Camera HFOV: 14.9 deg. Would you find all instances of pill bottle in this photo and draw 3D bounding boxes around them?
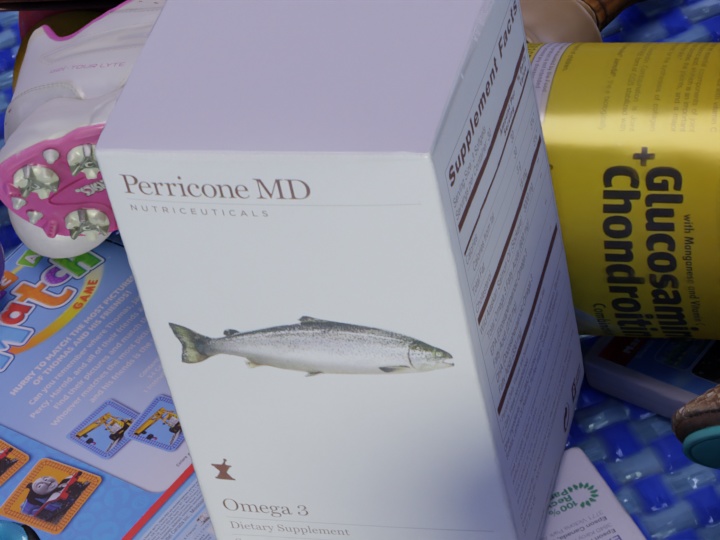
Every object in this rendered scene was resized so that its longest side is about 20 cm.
[{"bbox_3d":[0.137,-0.030,1.035,0.200,0.112,0.112,1,45,18],"label":"pill bottle"}]

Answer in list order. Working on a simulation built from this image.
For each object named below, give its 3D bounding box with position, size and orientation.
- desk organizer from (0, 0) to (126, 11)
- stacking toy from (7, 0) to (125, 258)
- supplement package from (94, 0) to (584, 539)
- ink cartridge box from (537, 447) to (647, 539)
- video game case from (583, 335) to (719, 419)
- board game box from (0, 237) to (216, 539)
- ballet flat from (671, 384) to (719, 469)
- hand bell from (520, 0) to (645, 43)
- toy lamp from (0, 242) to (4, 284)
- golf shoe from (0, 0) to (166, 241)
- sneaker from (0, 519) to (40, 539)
[{"bbox_3d":[-0.071,-0.154,1.111,0.200,0.077,0.072,-3,73,-7],"label":"desk organizer"},{"bbox_3d":[-0.102,-0.084,1.180,0.146,0.146,0.200,5,54,21],"label":"stacking toy"},{"bbox_3d":[0.000,0.000,0.948,0.117,0.200,0.117,2,42,19],"label":"supplement package"},{"bbox_3d":[0.033,0.169,0.933,0.196,0.043,0.200,-22,44,-11],"label":"ink cartridge box"},{"bbox_3d":[0.206,0.026,1.052,0.200,0.017,0.143,22,54,34],"label":"video game case"},{"bbox_3d":[-0.096,0.062,1.088,0.200,0.037,0.151,21,53,33],"label":"board game box"},{"bbox_3d":[0.211,0.039,0.969,0.200,0.071,0.065,2,71,7],"label":"ballet flat"},{"bbox_3d":[0.101,-0.114,1.197,0.104,0.104,0.200,18,40,31],"label":"hand bell"},{"bbox_3d":[-0.235,-0.003,1.161,0.200,0.058,0.058,0,43,35],"label":"toy lamp"},{"bbox_3d":[-0.048,-0.081,1.033,0.200,0.075,0.092,-16,51,13],"label":"golf shoe"},{"bbox_3d":[-0.132,0.177,0.944,0.073,0.082,0.200,-7,44,6],"label":"sneaker"}]
